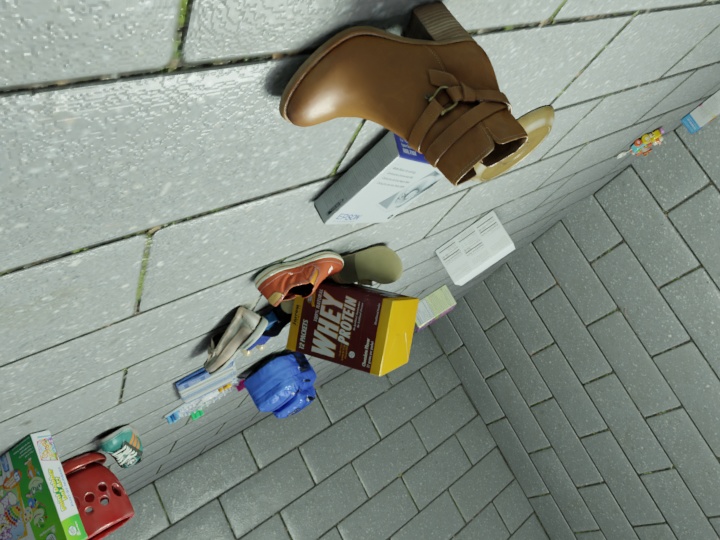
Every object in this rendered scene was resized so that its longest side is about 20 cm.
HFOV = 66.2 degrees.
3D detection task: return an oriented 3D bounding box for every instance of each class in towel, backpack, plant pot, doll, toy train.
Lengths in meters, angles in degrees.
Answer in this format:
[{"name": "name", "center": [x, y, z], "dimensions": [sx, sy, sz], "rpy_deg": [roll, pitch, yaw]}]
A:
[{"name": "towel", "center": [-0.361, 0.259, 1.307], "dimensions": [0.144, 0.024, 0.201], "rpy_deg": [-25, 164, -21]}, {"name": "backpack", "center": [-0.221, 0.325, 1.577], "dimensions": [0.162, 0.170, 0.199], "rpy_deg": [-40, 162, 11]}, {"name": "plant pot", "center": [-0.655, 0.543, 1.288], "dimensions": [0.196, 0.186, 0.201], "rpy_deg": [-29, 168, -7]}, {"name": "plant pot", "center": [0.285, -0.228, 1.038], "dimensions": [0.196, 0.028, 0.201], "rpy_deg": [-31, 168, -7]}, {"name": "doll", "center": [-0.182, 0.111, 1.124], "dimensions": [0.135, 0.049, 0.199], "rpy_deg": [-19, 162, -49]}, {"name": "toy train", "center": [1.000, -0.430, 1.951], "dimensions": [0.196, 0.057, 0.151], "rpy_deg": [-24, 165, -35]}]

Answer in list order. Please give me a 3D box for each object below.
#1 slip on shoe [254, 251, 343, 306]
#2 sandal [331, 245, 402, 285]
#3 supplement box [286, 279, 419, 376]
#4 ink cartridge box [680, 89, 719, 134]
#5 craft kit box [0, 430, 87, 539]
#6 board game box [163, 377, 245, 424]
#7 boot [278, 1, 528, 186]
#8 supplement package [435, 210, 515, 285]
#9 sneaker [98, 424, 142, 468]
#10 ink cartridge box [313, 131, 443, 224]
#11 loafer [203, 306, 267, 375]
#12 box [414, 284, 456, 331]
[{"name": "slip on shoe", "center": [-0.096, 0.016, 0.951], "dimensions": [0.074, 0.062, 0.198], "rpy_deg": [-42, 165, 36]}, {"name": "sandal", "center": [-0.001, -0.006, 1.133], "dimensions": [0.068, 0.081, 0.208], "rpy_deg": [-6, 180, 40]}, {"name": "supplement box", "center": [-0.010, 0.102, 1.088], "dimensions": [0.194, 0.138, 0.196], "rpy_deg": [12, -177, 21]}, {"name": "ink cartridge box", "center": [1.287, -0.593, 2.003], "dimensions": [0.113, 0.069, 0.200], "rpy_deg": [-22, 164, -38]}, {"name": "craft kit box", "center": [-0.587, 0.420, 0.958], "dimensions": [0.197, 0.201, 0.048], "rpy_deg": [-35, 168, 13]}, {"name": "board game box", "center": [-0.422, 0.362, 1.541], "dimensions": [0.196, 0.026, 0.200], "rpy_deg": [-33, 167, -2]}, {"name": "boot", "center": [0.041, -0.135, 0.490], "dimensions": [0.196, 0.158, 0.077], "rpy_deg": [-27, 168, -19]}, {"name": "supplement package", "center": [0.336, -0.060, 1.601], "dimensions": [0.197, 0.113, 0.155], "rpy_deg": [-34, 167, 14]}, {"name": "sneaker", "center": [-0.556, 0.422, 1.307], "dimensions": [0.070, 0.081, 0.201], "rpy_deg": [-28, 166, -13]}, {"name": "ink cartridge box", "center": [0.057, -0.139, 0.784], "dimensions": [0.199, 0.041, 0.198], "rpy_deg": [-40, 166, 28]}, {"name": "loafer", "center": [-0.248, 0.129, 1.041], "dimensions": [0.199, 0.063, 0.073], "rpy_deg": [-38, -161, 36]}, {"name": "box", "center": [0.313, 0.170, 2.440], "dimensions": [0.196, 0.099, 0.176], "rpy_deg": [-31, 168, -3]}]
